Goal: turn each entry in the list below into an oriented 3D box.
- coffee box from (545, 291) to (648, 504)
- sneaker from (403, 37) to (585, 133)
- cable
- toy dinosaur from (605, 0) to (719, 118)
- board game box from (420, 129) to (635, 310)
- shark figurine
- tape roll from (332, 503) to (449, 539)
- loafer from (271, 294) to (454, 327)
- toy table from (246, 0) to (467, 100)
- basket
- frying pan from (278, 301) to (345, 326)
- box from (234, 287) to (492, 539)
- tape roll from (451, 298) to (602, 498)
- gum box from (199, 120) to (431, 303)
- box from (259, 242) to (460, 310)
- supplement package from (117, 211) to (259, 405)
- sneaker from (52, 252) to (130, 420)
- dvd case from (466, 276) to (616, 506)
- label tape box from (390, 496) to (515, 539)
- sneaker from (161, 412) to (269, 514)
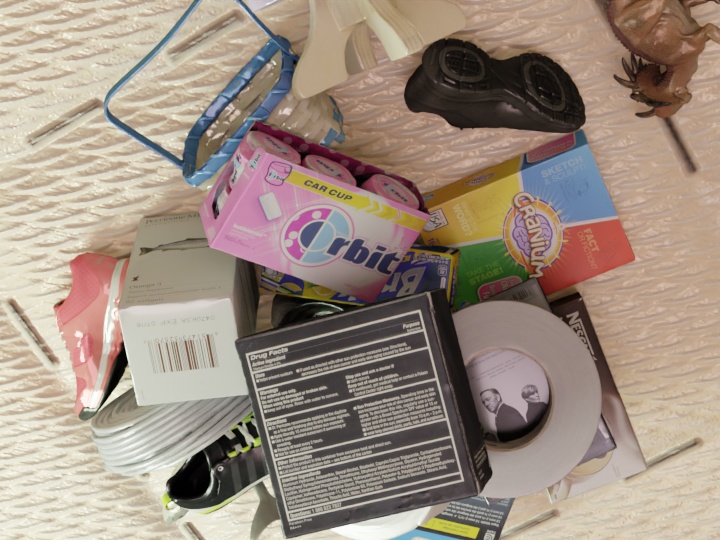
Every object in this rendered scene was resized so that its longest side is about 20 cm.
[{"bbox_3d":[0.222,0.136,1.722,0.113,0.080,0.200,-20,90,6],"label":"coffee box"},{"bbox_3d":[0.136,-0.177,1.612,0.200,0.076,0.091,14,150,-23],"label":"sneaker"},{"bbox_3d":[-0.191,0.145,1.694,0.200,0.200,0.069,-33,100,-18],"label":"cable"},{"bbox_3d":[0.289,-0.237,1.579,0.136,0.086,0.200,-35,108,22],"label":"toy dinosaur"},{"bbox_3d":[0.173,-0.043,1.694,0.200,0.040,0.153,-23,116,10],"label":"board game box"},{"bbox_3d":[-0.139,0.232,1.794,0.089,0.214,0.128,1,90,-44],"label":"shark figurine"},{"bbox_3d":[0.014,0.192,1.740,0.202,0.071,0.203,4,99,25],"label":"tape roll"},{"bbox_3d":[0.003,0.056,1.728,0.200,0.070,0.070,4,122,4],"label":"loafer"},{"bbox_3d":[0.003,-0.251,1.505,0.200,0.184,0.117,-25,98,-4],"label":"toy table"},{"bbox_3d":[-0.129,-0.159,1.566,0.176,0.139,0.200,-42,119,17],"label":"basket"},{"bbox_3d":[-0.002,0.100,1.674,0.190,0.031,0.115,26,119,10],"label":"frying pan"},{"bbox_3d":[0.007,0.135,1.547,0.200,0.123,0.198,-14,90,11],"label":"box"},{"bbox_3d":[0.145,0.130,1.628,0.200,0.066,0.200,0,90,3],"label":"tape roll"},{"bbox_3d":[-0.049,-0.057,1.535,0.200,0.066,0.114,19,118,-29],"label":"gum box"},{"bbox_3d":[0.000,0.000,1.661,0.200,0.064,0.070,8,98,10],"label":"box"},{"bbox_3d":[-0.173,0.033,1.631,0.117,0.200,0.117,-7,117,2],"label":"supplement package"},{"bbox_3d":[-0.295,0.067,1.730,0.087,0.074,0.200,18,112,4],"label":"sneaker"},{"bbox_3d":[0.160,0.127,1.675,0.150,0.025,0.200,-25,89,6],"label":"dvd case"},{"bbox_3d":[0.106,0.238,1.825,0.143,0.066,0.200,14,117,-9],"label":"label tape box"},{"bbox_3d":[-0.130,0.196,1.687,0.200,0.072,0.083,-44,153,15],"label":"sneaker"}]
